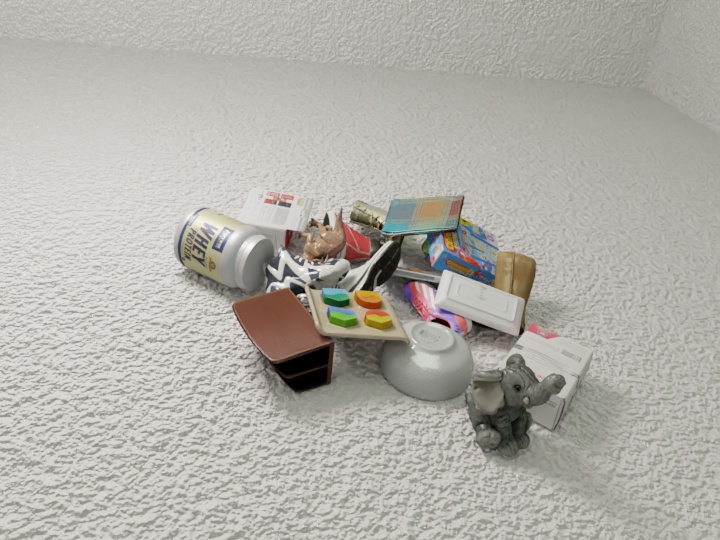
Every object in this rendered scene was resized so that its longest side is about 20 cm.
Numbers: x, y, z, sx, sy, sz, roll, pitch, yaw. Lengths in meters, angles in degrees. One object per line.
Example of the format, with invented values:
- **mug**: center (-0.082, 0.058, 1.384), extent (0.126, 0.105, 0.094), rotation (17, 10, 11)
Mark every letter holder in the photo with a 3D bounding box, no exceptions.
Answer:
- **letter holder**: center (-0.160, 0.141, 1.362), extent (0.139, 0.103, 0.200), rotation (-13, 37, -29)

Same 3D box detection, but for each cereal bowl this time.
- **cereal bowl**: center (0.139, 0.166, 1.417), extent (0.194, 0.085, 0.202), rotation (7, 32, -4)

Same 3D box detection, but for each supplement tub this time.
- **supplement tub**: center (-0.309, -0.048, 1.584), extent (0.196, 0.148, 0.145), rotation (22, 33, 22)

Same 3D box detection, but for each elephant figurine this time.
- **elephant figurine**: center (0.271, 0.216, 1.252), extent (0.151, 0.204, 0.142), rotation (14, 31, 10)

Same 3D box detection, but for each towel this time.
- **towel**: center (0.155, -0.139, 1.741), extent (0.195, 0.022, 0.148), rotation (-3, 41, 21)

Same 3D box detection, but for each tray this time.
- **tray**: center (0.266, 0.065, 1.541), extent (0.196, 0.022, 0.109), rotation (20, 50, 4)

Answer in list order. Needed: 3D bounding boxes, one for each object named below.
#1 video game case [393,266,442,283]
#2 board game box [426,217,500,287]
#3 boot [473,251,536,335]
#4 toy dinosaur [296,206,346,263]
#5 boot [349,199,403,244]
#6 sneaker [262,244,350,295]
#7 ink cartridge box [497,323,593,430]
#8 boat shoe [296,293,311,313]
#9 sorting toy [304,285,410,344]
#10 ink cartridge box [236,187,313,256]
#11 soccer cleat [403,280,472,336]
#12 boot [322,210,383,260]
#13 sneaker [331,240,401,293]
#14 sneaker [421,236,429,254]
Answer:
- **video game case**: center (0.128, 0.008, 1.677), extent (0.195, 0.018, 0.143), rotation (11, 4, 2)
- **board game box**: center (0.262, -0.052, 1.748), extent (0.192, 0.056, 0.202), rotation (24, 34, -19)
- **boot**: center (0.317, 0.040, 1.626), extent (0.171, 0.067, 0.203), rotation (20, 55, -4)
- **toy dinosaur**: center (-0.083, -0.049, 1.662), extent (0.200, 0.086, 0.135), rotation (-46, 55, -11)
- **boot**: center (0.044, -0.122, 1.836), extent (0.151, 0.073, 0.201), rotation (21, 19, -6)
- **sneaker**: center (-0.129, -0.014, 1.555), extent (0.195, 0.080, 0.132), rotation (-25, 68, 2)
- **ink cartridge box**: center (0.367, 0.209, 1.405), extent (0.143, 0.087, 0.199), rotation (24, 32, 24)
- **boat shoe**: center (-0.054, 0.103, 1.493), extent (0.195, 0.068, 0.058), rotation (11, 47, 3)
- **sorting toy**: center (-0.008, 0.081, 1.399), extent (0.195, 0.037, 0.186), rotation (10, 22, -17)
- **ink cartridge box**: center (-0.217, -0.122, 1.790), extent (0.171, 0.086, 0.201), rotation (9, 31, 0)
- **soccer cleat**: center (0.159, 0.088, 1.572), extent (0.072, 0.069, 0.199), rotation (-28, 47, -33)
- **boot**: center (-0.019, -0.085, 1.808), extent (0.141, 0.074, 0.201), rotation (4, 32, -21)
- **sneaker**: center (0.000, 0.000, 1.582), extent (0.114, 0.076, 0.202), rotation (30, 79, 41)
- **sneaker**: center (0.220, -0.077, 1.865), extent (0.083, 0.077, 0.200), rotation (39, 33, 0)
